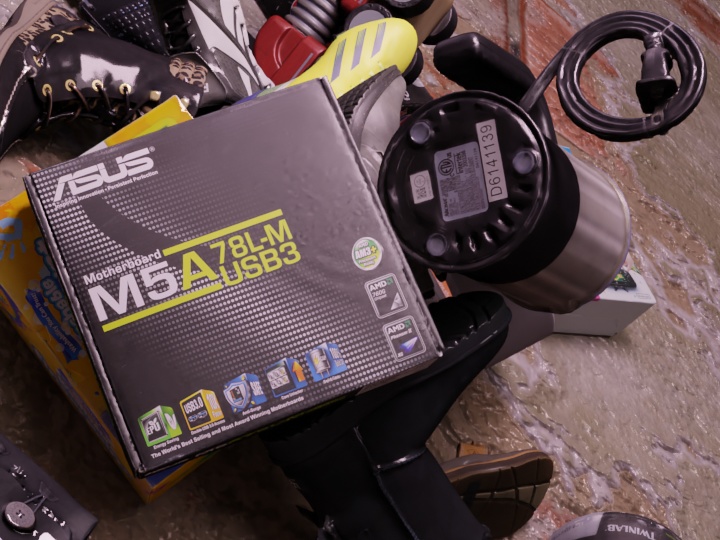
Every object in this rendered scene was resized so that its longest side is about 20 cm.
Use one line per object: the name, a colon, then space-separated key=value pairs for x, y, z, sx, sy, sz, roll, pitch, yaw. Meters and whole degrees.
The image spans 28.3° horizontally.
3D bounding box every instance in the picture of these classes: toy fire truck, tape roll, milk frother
toy fire truck: x=-0.043 y=-0.239 z=1.264 sx=0.200 sy=0.176 sz=0.129 roll=40 pitch=4 yaw=22
tape roll: x=0.085 y=-0.021 z=1.177 sx=0.200 sy=0.066 sz=0.200 roll=64 pitch=-3 yaw=6
milk frother: x=0.143 y=-0.068 z=0.954 sx=0.188 sy=0.200 sz=0.181 roll=19 pitch=77 yaw=-62

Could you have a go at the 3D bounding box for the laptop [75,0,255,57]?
laptop: x=-0.152 y=-0.256 z=1.223 sx=0.200 sy=0.103 sz=0.177 roll=47 pitch=33 yaw=0

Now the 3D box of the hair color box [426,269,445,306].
hair color box: x=0.000 y=0.000 z=1.165 sx=0.099 sy=0.061 sz=0.200 roll=-1 pitch=56 yaw=-49

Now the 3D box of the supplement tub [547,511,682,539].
supplement tub: x=0.180 y=0.280 z=1.016 sx=0.123 sy=0.123 sz=0.200 roll=37 pitch=35 yaw=-15

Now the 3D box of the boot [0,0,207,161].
boot: x=-0.196 y=-0.120 z=1.031 sx=0.151 sy=0.073 sz=0.200 roll=20 pitch=32 yaw=-9

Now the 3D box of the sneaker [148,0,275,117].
sneaker: x=-0.128 y=-0.171 z=1.153 sx=0.200 sy=0.066 sz=0.091 roll=63 pitch=34 yaw=-24

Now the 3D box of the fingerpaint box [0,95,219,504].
fingerpaint box: x=-0.128 y=0.018 z=0.917 sx=0.167 sy=0.073 sz=0.200 roll=-37 pitch=83 yaw=-19

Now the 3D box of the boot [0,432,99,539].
boot: x=-0.252 y=0.116 z=0.762 sx=0.200 sy=0.066 sz=0.165 roll=50 pitch=34 yaw=-4

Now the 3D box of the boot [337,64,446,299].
boot: x=0.016 y=-0.055 z=1.014 sx=0.131 sy=0.068 sz=0.200 roll=51 pitch=32 yaw=-17

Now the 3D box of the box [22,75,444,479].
box: x=-0.077 y=0.001 z=0.865 sx=0.200 sy=0.048 sz=0.193 roll=-20 pitch=81 yaw=-13

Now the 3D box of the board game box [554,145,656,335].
board game box: x=0.186 y=-0.036 z=1.413 sx=0.148 sy=0.064 sz=0.200 roll=6 pitch=50 yaw=-46

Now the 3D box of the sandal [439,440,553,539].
sandal: x=0.073 y=0.164 z=1.080 sx=0.200 sy=0.082 sz=0.055 roll=-2 pitch=34 yaw=-41

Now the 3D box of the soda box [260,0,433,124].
soda box: x=-0.017 y=-0.216 z=1.362 sx=0.063 sy=0.071 sz=0.200 roll=-10 pitch=63 yaw=-56

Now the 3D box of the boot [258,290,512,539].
boot: x=0.040 y=0.127 z=0.947 sx=0.163 sy=0.198 sz=0.073 roll=62 pitch=-14 yaw=-22

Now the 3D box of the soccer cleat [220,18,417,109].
soccer cleat: x=-0.023 y=-0.137 z=1.141 sx=0.200 sy=0.065 sz=0.084 roll=-34 pitch=37 yaw=-22
